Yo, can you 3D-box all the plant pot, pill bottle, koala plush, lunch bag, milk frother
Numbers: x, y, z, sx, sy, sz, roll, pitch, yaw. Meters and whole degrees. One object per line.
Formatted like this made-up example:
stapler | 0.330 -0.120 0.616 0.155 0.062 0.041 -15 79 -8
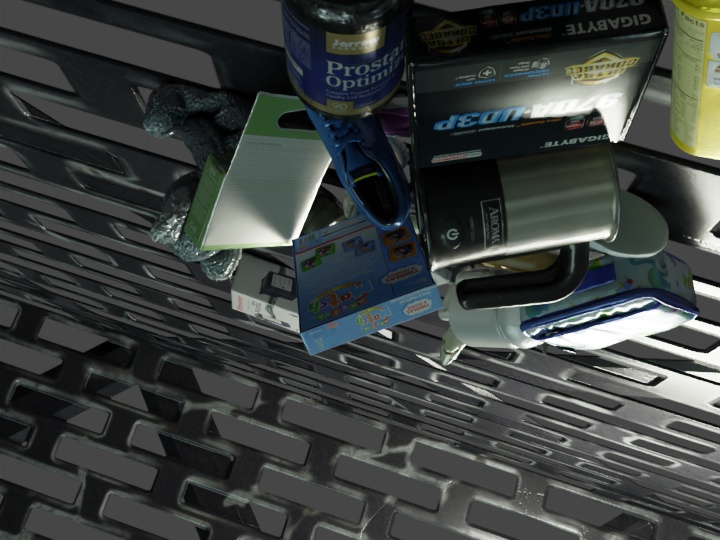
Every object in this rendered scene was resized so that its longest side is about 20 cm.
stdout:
plant pot | 0.168 -0.019 1.034 0.195 0.028 0.200 10 179 0
pill bottle | -0.011 -0.218 0.634 0.110 0.114 0.201 17 162 4
koala plush | -0.187 -0.101 0.988 0.180 0.204 0.178 9 159 26
lunch bag | 0.305 0.039 0.992 0.198 0.084 0.159 -21 152 40
milk frother | 0.146 -0.080 0.823 0.184 0.203 0.183 -8 136 1

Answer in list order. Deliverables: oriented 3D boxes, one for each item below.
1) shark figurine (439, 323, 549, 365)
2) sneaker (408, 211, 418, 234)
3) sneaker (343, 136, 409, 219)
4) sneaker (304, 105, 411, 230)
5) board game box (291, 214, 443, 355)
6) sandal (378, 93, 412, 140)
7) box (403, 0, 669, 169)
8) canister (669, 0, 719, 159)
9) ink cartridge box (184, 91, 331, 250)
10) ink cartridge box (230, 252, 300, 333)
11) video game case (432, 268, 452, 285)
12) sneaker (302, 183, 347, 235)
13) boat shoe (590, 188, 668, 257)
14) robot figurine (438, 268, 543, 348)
shark figurine | 0.230 0.079 1.316 0.210 0.131 0.089 -10 176 24
sneaker | 0.038 -0.008 1.152 0.070 0.095 0.199 29 145 -25
sneaker | 0.013 -0.100 0.978 0.074 0.088 0.201 18 160 7
sneaker | -0.007 -0.134 0.800 0.203 0.065 0.079 61 -169 -8
board game box | 0.000 0.000 0.886 0.148 0.201 0.037 -20 120 4
sandal | 0.072 -0.149 0.836 0.199 0.051 0.082 6 159 30
box | 0.135 -0.155 0.658 0.195 0.047 0.159 -7 158 3
canister | 0.289 -0.158 0.547 0.146 0.088 0.200 11 161 24
ink cartridge box | -0.104 -0.116 0.897 0.144 0.202 0.048 -5 -140 -44
ink cartridge box | -0.154 0.054 1.565 0.196 0.086 0.145 20 161 -2
video game case | 0.028 -0.012 1.304 0.180 0.024 0.199 27 161 -19
sneaker | -0.063 -0.093 1.104 0.115 0.076 0.199 50 -171 6
boat shoe | 0.250 -0.055 0.910 0.197 0.072 0.091 17 169 18
robot figurine | 0.208 0.056 1.171 0.198 0.114 0.169 -3 144 49
